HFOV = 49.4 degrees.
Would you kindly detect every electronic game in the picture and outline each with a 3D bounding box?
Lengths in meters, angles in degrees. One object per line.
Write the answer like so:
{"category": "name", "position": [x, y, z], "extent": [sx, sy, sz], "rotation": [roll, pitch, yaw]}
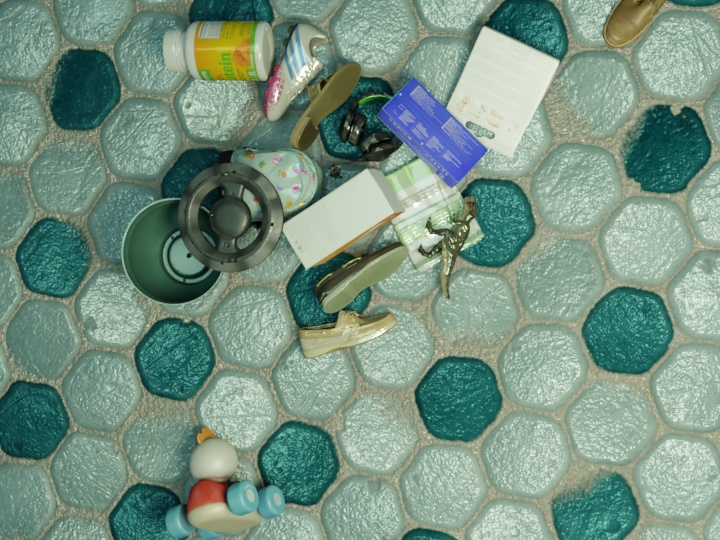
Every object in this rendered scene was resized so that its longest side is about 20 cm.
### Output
{"category": "electronic game", "position": [-0.239, -0.097, 1.440], "extent": [0.199, 0.042, 0.201], "rotation": [0, 93, 7]}

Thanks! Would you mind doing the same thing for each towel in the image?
{"category": "towel", "position": [0.130, -0.116, 1.521], "extent": [0.149, 0.031, 0.201], "rotation": [-28, 88, 6]}

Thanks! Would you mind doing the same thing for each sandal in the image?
{"category": "sandal", "position": [-0.086, -0.330, 1.510], "extent": [0.069, 0.078, 0.212], "rotation": [28, 77, 25]}

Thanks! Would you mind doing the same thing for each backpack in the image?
{"category": "backpack", "position": [-0.172, -0.162, 1.505], "extent": [0.199, 0.127, 0.168], "rotation": [-3, 95, 14]}

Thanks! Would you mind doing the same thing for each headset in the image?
{"category": "headset", "position": [0.009, -0.256, 1.500], "extent": [0.123, 0.094, 0.200], "rotation": [39, 85, 5]}

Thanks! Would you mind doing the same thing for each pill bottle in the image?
{"category": "pill bottle", "position": [-0.275, -0.426, 1.521], "extent": [0.199, 0.111, 0.112], "rotation": [2, 92, 7]}

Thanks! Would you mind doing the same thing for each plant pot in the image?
{"category": "plant pot", "position": [-0.347, -0.033, 1.528], "extent": [0.199, 0.134, 0.202], "rotation": [0, 88, 1]}

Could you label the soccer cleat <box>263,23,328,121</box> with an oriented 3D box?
{"category": "soccer cleat", "position": [-0.124, -0.380, 1.524], "extent": [0.086, 0.070, 0.201], "rotation": [20, 94, 8]}

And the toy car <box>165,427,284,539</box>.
{"category": "toy car", "position": [-0.274, 0.406, 1.548], "extent": [0.184, 0.177, 0.201], "rotation": [-25, 60, 21]}

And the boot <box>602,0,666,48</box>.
{"category": "boot", "position": [0.526, -0.497, 1.437], "extent": [0.074, 0.075, 0.200], "rotation": [43, 97, 2]}

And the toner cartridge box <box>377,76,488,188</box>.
{"category": "toner cartridge box", "position": [0.137, -0.260, 1.485], "extent": [0.200, 0.043, 0.095], "rotation": [45, 73, -2]}

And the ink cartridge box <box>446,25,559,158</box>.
{"category": "ink cartridge box", "position": [0.266, -0.341, 1.500], "extent": [0.162, 0.050, 0.201], "rotation": [27, 113, 5]}

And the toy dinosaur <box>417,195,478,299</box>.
{"category": "toy dinosaur", "position": [0.159, -0.053, 1.485], "extent": [0.088, 0.047, 0.201], "rotation": [18, 97, 3]}

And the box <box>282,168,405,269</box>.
{"category": "box", "position": [-0.031, -0.099, 1.484], "extent": [0.199, 0.124, 0.098], "rotation": [-32, 88, 15]}

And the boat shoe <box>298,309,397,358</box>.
{"category": "boat shoe", "position": [-0.029, 0.112, 1.526], "extent": [0.199, 0.074, 0.070], "rotation": [-19, 95, 8]}

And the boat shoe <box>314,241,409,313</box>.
{"category": "boat shoe", "position": [0.000, 0.000, 1.521], "extent": [0.201, 0.072, 0.061], "rotation": [-35, 56, -1]}
